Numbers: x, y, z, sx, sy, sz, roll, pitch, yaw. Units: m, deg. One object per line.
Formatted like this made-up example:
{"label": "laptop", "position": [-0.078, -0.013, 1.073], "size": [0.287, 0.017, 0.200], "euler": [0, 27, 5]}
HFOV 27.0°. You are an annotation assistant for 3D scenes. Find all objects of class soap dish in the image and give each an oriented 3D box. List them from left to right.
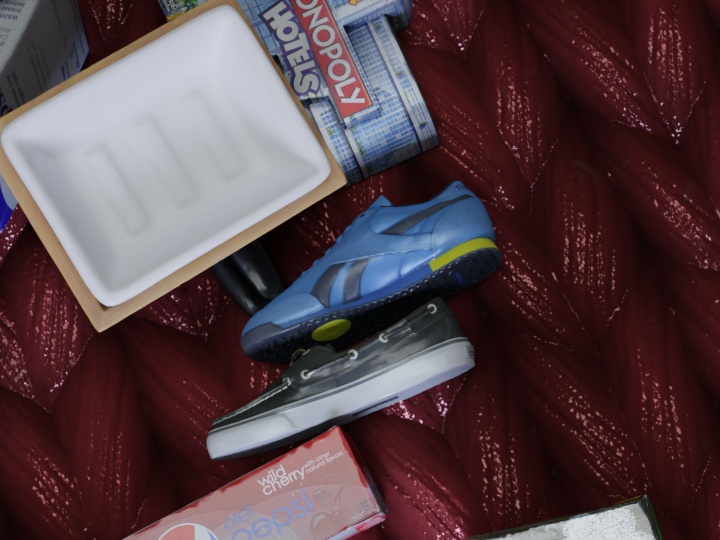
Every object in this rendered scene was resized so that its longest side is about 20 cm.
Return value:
{"label": "soap dish", "position": [-0.134, -0.074, 1.028], "size": [0.200, 0.081, 0.158], "euler": [-32, 90, -12]}

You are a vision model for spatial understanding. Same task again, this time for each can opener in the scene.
{"label": "can opener", "position": [-0.123, -0.051, 1.107], "size": [0.079, 0.063, 0.200], "euler": [-32, 84, -29]}

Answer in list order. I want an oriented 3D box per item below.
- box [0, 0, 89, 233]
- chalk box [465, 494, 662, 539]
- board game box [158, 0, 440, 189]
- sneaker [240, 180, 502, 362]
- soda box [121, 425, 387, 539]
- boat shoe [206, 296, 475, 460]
{"label": "box", "position": [-0.321, -0.144, 1.092], "size": [0.183, 0.105, 0.200], "euler": [9, 52, 9]}
{"label": "chalk box", "position": [0.151, 0.259, 0.965], "size": [0.124, 0.124, 0.200], "euler": [-14, 76, 3]}
{"label": "board game box", "position": [-0.027, -0.168, 1.119], "size": [0.200, 0.062, 0.200], "euler": [-25, 75, 2]}
{"label": "sneaker", "position": [0.000, 0.000, 1.078], "size": [0.200, 0.066, 0.079], "euler": [-25, 66, 0]}
{"label": "soda box", "position": [-0.084, 0.185, 1.041], "size": [0.200, 0.063, 0.070], "euler": [-27, 76, -1]}
{"label": "boat shoe", "position": [-0.019, 0.078, 1.059], "size": [0.200, 0.069, 0.057], "euler": [-21, 77, -6]}
